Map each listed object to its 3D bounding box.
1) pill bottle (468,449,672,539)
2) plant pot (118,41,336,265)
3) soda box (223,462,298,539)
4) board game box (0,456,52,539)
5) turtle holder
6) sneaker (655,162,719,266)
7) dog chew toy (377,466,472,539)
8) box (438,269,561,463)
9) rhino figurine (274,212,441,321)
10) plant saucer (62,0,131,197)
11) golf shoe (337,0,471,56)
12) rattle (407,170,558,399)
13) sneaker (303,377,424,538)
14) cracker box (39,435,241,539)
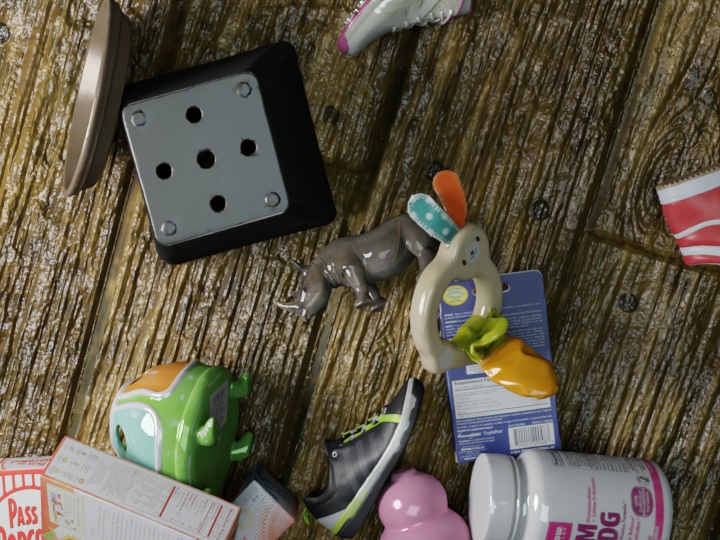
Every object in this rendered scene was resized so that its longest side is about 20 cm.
[{"bbox_3d":[0.222,0.253,1.142,0.196,0.113,0.116,6,98,-7],"label":"pill bottle"},{"bbox_3d":[-0.145,-0.115,1.074,0.196,0.177,0.203,-14,97,3],"label":"plant pot"},{"bbox_3d":[-0.159,0.313,1.186,0.068,0.064,0.200,43,95,-5],"label":"soda box"},{"bbox_3d":[-0.359,0.312,1.194,0.148,0.046,0.204,-3,97,0],"label":"board game box"},{"bbox_3d":[-0.194,0.183,1.147,0.129,0.142,0.187,10,137,13],"label":"turtle holder"},{"bbox_3d":[0.425,-0.068,1.130,0.197,0.071,0.114,-18,93,10],"label":"sneaker"},{"bbox_3d":[0.074,0.316,1.162,0.122,0.125,0.204,-17,89,2],"label":"dog chew toy"},{"bbox_3d":[0.152,0.104,1.173,0.119,0.032,0.204,-7,98,1],"label":"box"},{"bbox_3d":[0.000,0.000,1.143,0.197,0.060,0.089,-21,70,4],"label":"rhino figurine"},{"bbox_3d":[-0.263,-0.171,1.063,0.029,0.200,0.204,11,98,-22],"label":"plant saucer"},{"bbox_3d":[0.064,-0.283,1.104,0.199,0.075,0.092,-42,99,6],"label":"golf shoe"},{"bbox_3d":[0.122,0.015,1.057,0.128,0.143,0.204,-5,110,-24],"label":"rattle"},{"bbox_3d":[-0.001,0.199,1.166,0.082,0.072,0.202,29,93,5],"label":"sneaker"},{"bbox_3d":[-0.228,0.263,1.093,0.197,0.058,0.135,22,134,4],"label":"cracker box"}]
